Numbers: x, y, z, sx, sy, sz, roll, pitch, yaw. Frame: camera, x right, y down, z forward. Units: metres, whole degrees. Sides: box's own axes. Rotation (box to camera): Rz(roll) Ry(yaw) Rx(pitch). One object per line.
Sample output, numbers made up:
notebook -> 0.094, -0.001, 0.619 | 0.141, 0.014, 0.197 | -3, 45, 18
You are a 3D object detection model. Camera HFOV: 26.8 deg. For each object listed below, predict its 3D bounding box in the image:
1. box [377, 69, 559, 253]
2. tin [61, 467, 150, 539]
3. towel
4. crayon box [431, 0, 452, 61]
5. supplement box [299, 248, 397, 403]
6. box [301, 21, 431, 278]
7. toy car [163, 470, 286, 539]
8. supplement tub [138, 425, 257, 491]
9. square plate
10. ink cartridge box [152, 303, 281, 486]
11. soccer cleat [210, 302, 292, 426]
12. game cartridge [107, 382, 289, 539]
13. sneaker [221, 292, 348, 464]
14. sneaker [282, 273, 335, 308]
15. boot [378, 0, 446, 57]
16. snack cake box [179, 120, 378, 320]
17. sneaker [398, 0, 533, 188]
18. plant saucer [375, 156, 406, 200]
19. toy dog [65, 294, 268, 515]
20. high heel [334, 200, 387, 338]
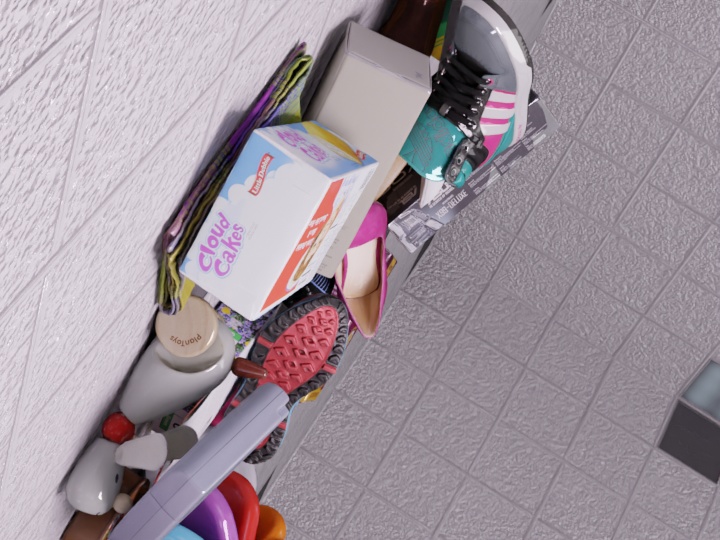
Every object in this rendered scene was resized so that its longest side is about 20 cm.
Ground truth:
box -> 0.086, -0.130, 1.551 | 0.200, 0.050, 0.158 | -40, -144, 4
tin -> -0.250, 0.259, 1.417 | 0.112, 0.042, 0.201 | -60, 177, -42
towel -> -0.094, -0.063, 1.136 | 0.201, 0.023, 0.144 | -57, 174, -23
crayon box -> 0.137, -0.341, 1.592 | 0.201, 0.058, 0.173 | -57, 175, -29
supplement box -> -0.051, 0.044, 1.759 | 0.201, 0.103, 0.131 | -60, 174, 0
box -> -0.017, -0.099, 1.270 | 0.201, 0.081, 0.069 | -60, -166, 29
toy car -> -0.143, 0.259, 1.380 | 0.199, 0.174, 0.152 | -2, 91, -55
supplement tub -> -0.183, 0.256, 1.578 | 0.123, 0.122, 0.201 | -55, 174, -36
square plate -> 0.093, -0.195, 1.447 | 0.201, 0.028, 0.200 | 103, -3, -49
ink cartridge box -> -0.152, 0.106, 1.419 | 0.200, 0.050, 0.109 | -52, 172, -49
soccer cleat -> -0.116, 0.101, 1.624 | 0.201, 0.069, 0.087 | -57, 175, -30
game cartridge -> -0.138, 0.172, 1.224 | 0.133, 0.040, 0.200 | -47, 179, -37
sneaker -> -0.076, 0.088, 1.463 | 0.201, 0.079, 0.096 | -54, -169, 27
sneaker -> -0.059, 0.004, 1.475 | 0.200, 0.069, 0.079 | -44, 126, -75
boot -> 0.060, -0.241, 1.356 | 0.201, 0.068, 0.188 | -63, 174, 30
snack cake box -> -0.056, -0.043, 1.123 | 0.116, 0.067, 0.200 | -58, 176, 11
sneaker -> 0.078, -0.139, 1.282 | 0.121, 0.084, 0.201 | -41, 154, -14
plant saucer -> 0.012, -0.112, 1.481 | 0.200, 0.035, 0.201 | -48, -166, 16
toy dog -> -0.148, 0.114, 1.219 | 0.201, 0.096, 0.132 | -61, 175, 19
high heel -> 0.000, 0.000, 1.431 | 0.067, 0.097, 0.200 | -14, 167, -10
